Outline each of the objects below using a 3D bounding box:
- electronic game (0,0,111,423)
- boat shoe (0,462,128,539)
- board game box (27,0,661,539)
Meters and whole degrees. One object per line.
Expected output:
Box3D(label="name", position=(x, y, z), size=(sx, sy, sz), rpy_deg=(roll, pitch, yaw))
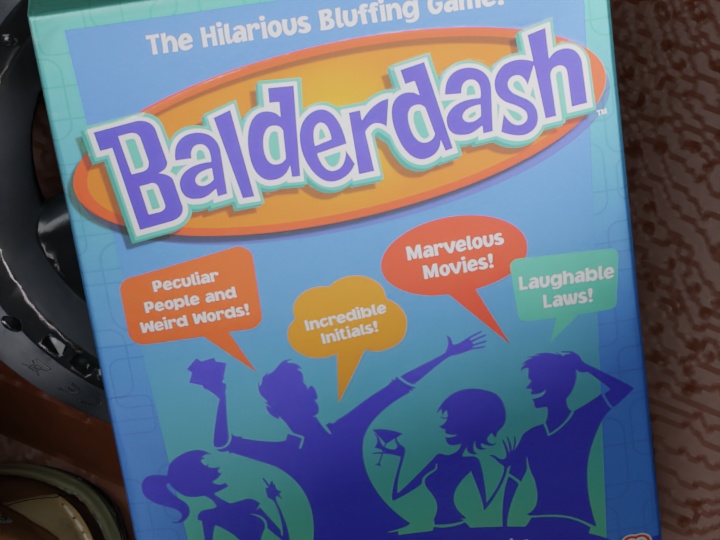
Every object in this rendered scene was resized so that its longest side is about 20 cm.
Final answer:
Box3D(label="electronic game", position=(-0.034, -0.036, 0.816), size=(0.200, 0.042, 0.200), rpy_deg=(-2, 120, -3))
Box3D(label="boat shoe", position=(-0.174, 0.093, 0.867), size=(0.200, 0.074, 0.076), rpy_deg=(-8, 89, 11))
Box3D(label="board game box", position=(0.000, 0.000, 0.789), size=(0.152, 0.045, 0.200), rpy_deg=(-9, 118, 1))
